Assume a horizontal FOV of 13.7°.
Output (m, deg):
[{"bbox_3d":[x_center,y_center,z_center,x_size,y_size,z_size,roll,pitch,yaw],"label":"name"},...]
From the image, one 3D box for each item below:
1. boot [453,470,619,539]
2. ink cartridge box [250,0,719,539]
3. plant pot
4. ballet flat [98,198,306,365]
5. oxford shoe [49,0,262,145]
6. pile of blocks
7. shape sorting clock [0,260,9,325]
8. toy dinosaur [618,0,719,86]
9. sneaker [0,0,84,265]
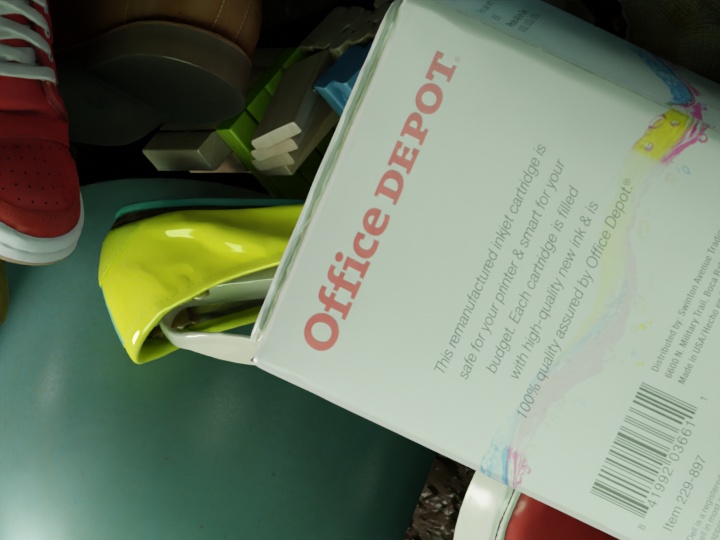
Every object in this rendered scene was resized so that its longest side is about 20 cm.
[{"bbox_3d":[0.116,0.119,1.166,0.144,0.072,0.200,24,167,20],"label":"boot"},{"bbox_3d":[0.082,0.001,1.026,0.200,0.088,0.145,25,107,4],"label":"ink cartridge box"},{"bbox_3d":[-0.071,0.085,1.224,0.200,0.161,0.201,11,149,7],"label":"plant pot"},{"bbox_3d":[0.000,0.000,1.116,0.200,0.067,0.067,-8,155,9],"label":"ballet flat"},{"bbox_3d":[-0.102,-0.093,1.171,0.071,0.071,0.200,30,159,-37],"label":"oxford shoe"},{"bbox_3d":[0.010,-0.061,1.130,0.200,0.082,0.062,-21,121,38],"label":"pile of blocks"},{"bbox_3d":[-0.195,-0.059,1.122,0.039,0.200,0.200,-31,117,13],"label":"shape sorting clock"},{"bbox_3d":[0.127,-0.082,1.051,0.101,0.058,0.200,-26,118,21],"label":"toy dinosaur"},{"bbox_3d":[-0.131,-0.104,1.089,0.071,0.200,0.113,6,134,-38],"label":"sneaker"}]
